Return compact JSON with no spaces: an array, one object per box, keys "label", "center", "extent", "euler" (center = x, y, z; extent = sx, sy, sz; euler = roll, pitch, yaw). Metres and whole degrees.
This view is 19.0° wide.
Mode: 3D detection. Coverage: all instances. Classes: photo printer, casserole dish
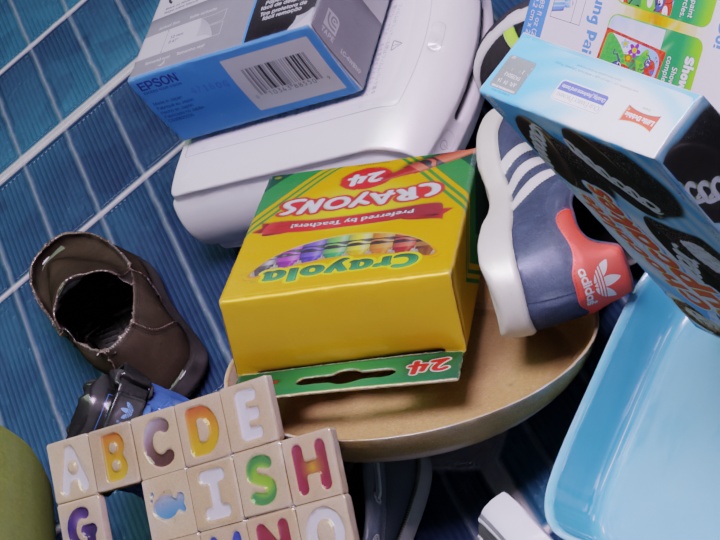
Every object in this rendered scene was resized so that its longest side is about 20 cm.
[{"label":"photo printer","center":[-0.010,-0.104,1.341],"extent":[0.200,0.069,0.166],"euler":[-12,47,35]},{"label":"casserole dish","center":[0.167,0.068,1.045],"extent":[0.121,0.039,0.200],"euler":[2,57,44]}]

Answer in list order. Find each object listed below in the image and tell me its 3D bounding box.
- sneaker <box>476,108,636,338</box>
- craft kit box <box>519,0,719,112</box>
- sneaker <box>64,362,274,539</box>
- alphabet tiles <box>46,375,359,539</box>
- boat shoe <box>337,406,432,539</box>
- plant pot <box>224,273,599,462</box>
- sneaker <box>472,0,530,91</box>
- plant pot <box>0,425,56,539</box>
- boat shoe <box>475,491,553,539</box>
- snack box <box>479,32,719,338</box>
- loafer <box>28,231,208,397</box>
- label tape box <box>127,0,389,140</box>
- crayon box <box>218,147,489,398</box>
[{"label":"sneaker","center":[0.111,-0.033,1.161],"extent":[0.084,0.075,0.200],"euler":[-13,32,10]},{"label":"craft kit box","center":[0.179,-0.148,1.062],"extent":[0.197,0.049,0.200],"euler":[26,106,42]},{"label":"sneaker","center":[-0.102,0.107,1.158],"extent":[0.077,0.111,0.200],"euler":[-67,21,6]},{"label":"alphabet tiles","center":[-0.078,0.149,1.092],"extent":[0.200,0.008,0.167],"euler":[-19,78,38]},{"label":"boat shoe","center":[-0.018,0.162,1.110],"extent":[0.073,0.062,0.200],"euler":[-9,50,38]},{"label":"plant pot","center":[0.028,0.050,1.134],"extent":[0.200,0.027,0.200],"euler":[-11,23,5]},{"label":"sneaker","center":[0.143,-0.111,1.205],"extent":[0.200,0.072,0.083],"euler":[-10,51,37]},{"label":"plant pot","center":[-0.244,0.181,1.224],"extent":[0.200,0.200,0.190],"euler":[-31,28,18]},{"label":"boat shoe","center":[0.095,0.177,0.985],"extent":[0.057,0.069,0.200],"euler":[-38,40,0]},{"label":"snack box","center":[0.149,-0.021,0.949],"extent":[0.037,0.200,0.116],"euler":[-53,39,-7]},{"label":"loafer","center":[-0.163,0.018,1.369],"extent":[0.073,0.071,0.200],"euler":[-49,38,-5]},{"label":"label tape box","center":[-0.049,-0.187,1.346],"extent":[0.143,0.066,0.200],"euler":[-13,47,34]},{"label":"crayon box","center":[0.000,0.000,1.164],"extent":[0.127,0.051,0.200],"euler":[-7,25,11]}]
